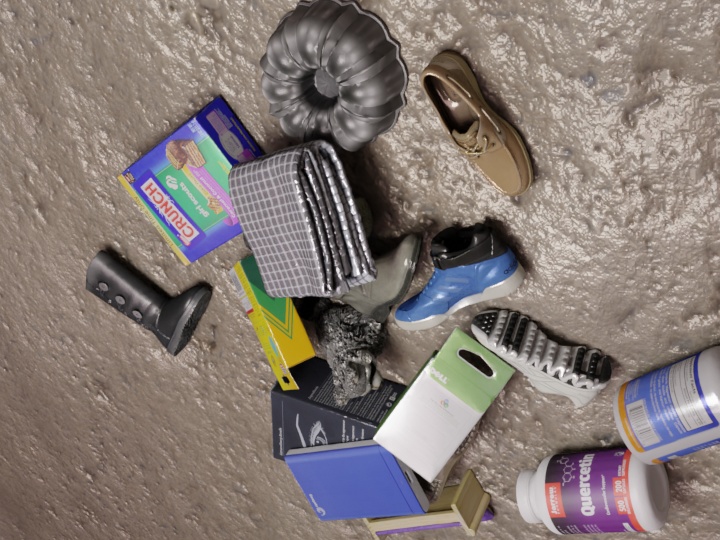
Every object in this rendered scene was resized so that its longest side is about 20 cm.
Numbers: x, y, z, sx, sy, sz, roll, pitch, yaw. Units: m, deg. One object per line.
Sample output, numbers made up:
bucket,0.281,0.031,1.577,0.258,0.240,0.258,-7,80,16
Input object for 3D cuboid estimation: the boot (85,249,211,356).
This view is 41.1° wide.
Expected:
boot,-0.353,0.030,1.574,0.199,0.066,0.165,39,130,6

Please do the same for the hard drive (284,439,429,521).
hard drive,-0.007,0.321,1.461,0.198,0.025,0.133,-14,114,34

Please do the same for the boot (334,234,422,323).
boot,0.000,0.000,1.311,0.129,0.068,0.200,23,147,-7

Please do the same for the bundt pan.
bundt pan,-0.044,-0.235,1.212,0.200,0.076,0.204,15,128,20

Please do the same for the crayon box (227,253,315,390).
crayon box,-0.125,0.075,1.408,0.202,0.050,0.127,66,164,0

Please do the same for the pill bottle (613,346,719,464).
pill bottle,0.426,0.162,1.196,0.199,0.112,0.112,-32,103,39

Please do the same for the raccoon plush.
raccoon plush,-0.051,0.118,1.412,0.198,0.134,0.098,16,129,19

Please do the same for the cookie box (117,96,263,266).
cookie box,-0.229,-0.124,1.387,0.199,0.075,0.172,-27,107,39

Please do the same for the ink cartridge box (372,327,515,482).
ink cartridge box,0.116,0.182,1.339,0.103,0.059,0.201,36,101,3

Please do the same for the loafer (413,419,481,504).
loafer,0.127,0.262,1.462,0.075,0.068,0.202,28,114,7

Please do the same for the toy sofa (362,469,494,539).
toy sofa,0.110,0.397,1.548,0.198,0.083,0.098,-18,110,36

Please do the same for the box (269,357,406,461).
box,-0.034,0.239,1.506,0.198,0.104,0.149,17,128,19

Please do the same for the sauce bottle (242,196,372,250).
sauce bottle,-0.078,-0.060,1.357,0.198,0.065,0.065,-7,117,34

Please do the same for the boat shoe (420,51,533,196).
boat shoe,0.136,-0.166,1.165,0.071,0.065,0.201,-29,104,39

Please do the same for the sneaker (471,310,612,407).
sneaker,0.237,0.123,1.305,0.198,0.075,0.082,27,139,11

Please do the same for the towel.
towel,-0.083,-0.057,1.246,0.165,0.085,0.202,-7,103,49

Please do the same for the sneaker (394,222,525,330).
sneaker,0.110,0.002,1.283,0.198,0.077,0.112,-22,115,33

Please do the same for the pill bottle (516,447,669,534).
pill bottle,0.325,0.312,1.353,0.198,0.113,0.113,-14,114,34
